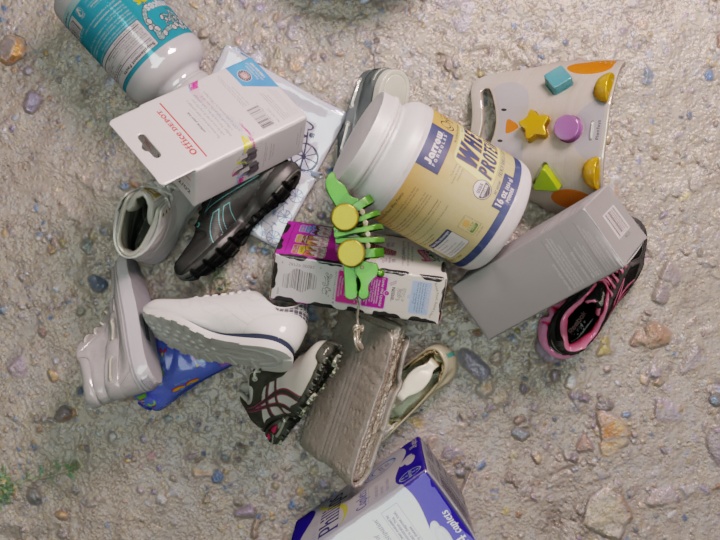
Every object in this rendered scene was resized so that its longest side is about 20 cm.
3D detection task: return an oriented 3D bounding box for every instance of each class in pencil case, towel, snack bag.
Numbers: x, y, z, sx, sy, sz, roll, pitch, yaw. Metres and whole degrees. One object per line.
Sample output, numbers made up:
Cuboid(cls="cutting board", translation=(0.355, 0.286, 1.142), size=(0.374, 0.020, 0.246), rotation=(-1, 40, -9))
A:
Cuboid(cls="pencil case", translation=(-0.200, 0.102, 1.254), size=(0.200, 0.078, 0.087), rotation=(-29, 66, 4))
Cuboid(cls="towel", translation=(-0.008, 0.146, 1.231), size=(0.034, 0.133, 0.200), rotation=(16, 94, -34))
Cuboid(cls="snack bag", translation=(-0.135, -0.156, 1.274), size=(0.188, 0.021, 0.200), rotation=(30, 92, 2))

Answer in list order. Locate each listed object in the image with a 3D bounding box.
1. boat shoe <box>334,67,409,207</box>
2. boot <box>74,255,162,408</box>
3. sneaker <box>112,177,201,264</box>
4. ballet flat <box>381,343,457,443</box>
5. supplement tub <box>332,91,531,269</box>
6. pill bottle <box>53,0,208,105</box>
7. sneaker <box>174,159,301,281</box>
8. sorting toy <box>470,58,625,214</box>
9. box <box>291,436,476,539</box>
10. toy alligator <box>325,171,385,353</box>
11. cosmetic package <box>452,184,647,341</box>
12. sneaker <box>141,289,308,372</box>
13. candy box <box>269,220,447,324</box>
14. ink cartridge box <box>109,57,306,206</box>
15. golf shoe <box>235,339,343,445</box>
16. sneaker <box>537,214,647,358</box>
Cuboid(cls="boat shoe", translation=(0.004, -0.155, 1.260), size=(0.062, 0.073, 0.200), rotation=(25, 102, 44))
Cuboid(cls="boot", translation=(-0.303, 0.070, 1.223), size=(0.096, 0.074, 0.200), rotation=(-21, 50, 3))
Cuboid(cls="sneaker", translation=(-0.228, -0.099, 1.214), size=(0.074, 0.116, 0.200), rotation=(25, 92, 4))
Cuboid(cls="ballet flat", translation=(0.037, 0.164, 1.254), size=(0.200, 0.069, 0.069), rotation=(-43, 90, 3))
Cuboid(cls="supplement tub", translation=(0.080, -0.105, 1.171), size=(0.200, 0.144, 0.144), rotation=(28, 92, -13))
Cuboid(cls="pill bottle", translation=(-0.268, -0.279, 1.232), size=(0.111, 0.111, 0.200), rotation=(-42, 90, 3))
Cuboid(cls="sneaker", translation=(-0.163, -0.073, 1.241), size=(0.079, 0.075, 0.200), rotation=(43, 86, 9))
Cuboid(cls="sorting toy", translation=(0.217, -0.170, 1.237), size=(0.180, 0.107, 0.200), rotation=(7, 92, 21))
Cuboid(cls="box", translation=(0.022, 0.310, 1.199), size=(0.200, 0.184, 0.105), rotation=(-36, 91, 2))
Cuboid(cls="toy alligator", translation=(0.004, -0.012, 1.107), size=(0.054, 0.059, 0.200), rotation=(-10, 89, 1))
Cuboid(cls="cosmetic package", translation=(0.217, -0.008, 1.182), size=(0.200, 0.107, 0.090), rotation=(-36, 90, 36))
Cuboid(cls="sneaker", translation=(-0.158, 0.060, 1.185), size=(0.200, 0.076, 0.081), rotation=(12, 61, 14))
Cuboid(cls="candy box", translation=(0.000, 0.000, 1.210), size=(0.200, 0.136, 0.061), rotation=(8, 110, 1))
Cuboid(cls="ink cartridge box", translation=(-0.177, -0.155, 1.176), size=(0.200, 0.068, 0.115), rotation=(-30, 66, -28))
Cuboid(cls="golf shoe", translation=(-0.090, 0.135, 1.207), size=(0.088, 0.077, 0.200), rotation=(40, 135, 4))
Cuboid(cls="sneaker", translation=(0.291, 0.022, 1.227), size=(0.079, 0.095, 0.200), rotation=(29, 91, 3))
